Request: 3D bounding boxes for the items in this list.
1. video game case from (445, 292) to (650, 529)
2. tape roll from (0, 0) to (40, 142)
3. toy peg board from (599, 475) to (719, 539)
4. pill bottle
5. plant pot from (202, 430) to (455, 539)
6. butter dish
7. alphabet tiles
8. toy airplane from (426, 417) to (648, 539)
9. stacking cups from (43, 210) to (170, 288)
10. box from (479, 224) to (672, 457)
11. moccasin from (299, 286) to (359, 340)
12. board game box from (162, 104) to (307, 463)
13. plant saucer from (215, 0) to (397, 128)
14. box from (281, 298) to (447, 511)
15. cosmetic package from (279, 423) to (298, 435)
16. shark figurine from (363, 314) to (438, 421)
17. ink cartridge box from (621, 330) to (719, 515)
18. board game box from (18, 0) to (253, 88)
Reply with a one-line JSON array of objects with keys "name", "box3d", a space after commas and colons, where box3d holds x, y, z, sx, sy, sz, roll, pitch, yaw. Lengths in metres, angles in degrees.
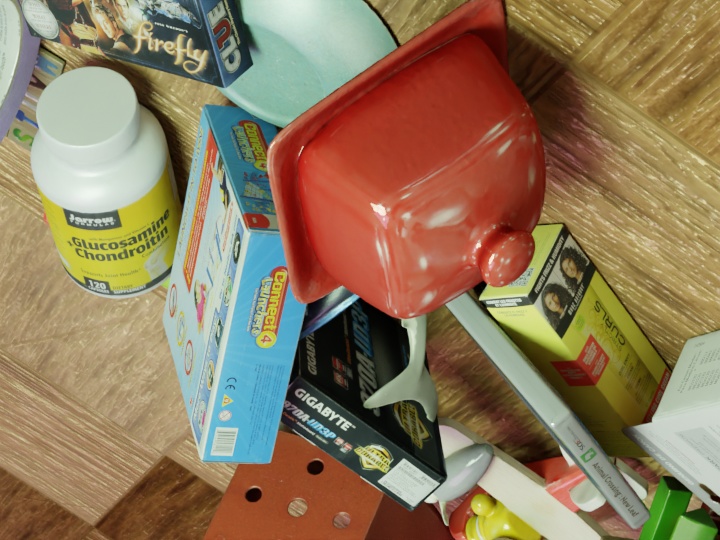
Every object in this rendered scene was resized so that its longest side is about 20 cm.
[{"name": "video game case", "box3d": [0.136, 0.095, 1.566, 0.200, 0.022, 0.182, 51, -179, 42]}, {"name": "tape roll", "box3d": [-0.320, -0.157, 1.531, 0.065, 0.201, 0.201, 22, 150, 13]}, {"name": "toy peg board", "box3d": [0.319, 0.259, 1.621, 0.198, 0.200, 0.098, 10, 116, -15]}, {"name": "pill bottle", "box3d": [-0.209, -0.073, 1.654, 0.111, 0.112, 0.200, 20, 150, 17]}, {"name": "plant pot", "box3d": [-0.043, 0.253, 1.789, 0.199, 0.201, 0.177, 14, 147, 18]}, {"name": "butter dish", "box3d": [0.056, -0.046, 1.336, 0.148, 0.200, 0.200, 45, 160, 29]}, {"name": "alphabet tiles", "box3d": [-0.320, -0.170, 1.713, 0.199, 0.006, 0.167, 31, 152, -2]}, {"name": "toy airplane", "box3d": [0.152, 0.214, 1.748, 0.199, 0.142, 0.200, 17, 148, 23]}, {"name": "stacking cups", "box3d": [-0.190, -0.015, 1.780, 0.199, 0.061, 0.061, 21, 150, 15]}, {"name": "box", "box3d": [0.173, 0.057, 1.552, 0.050, 0.075, 0.200, -2, 137, 43]}, {"name": "moccasin", "box3d": [0.002, -0.029, 1.512, 0.068, 0.200, 0.080, 46, -167, -3]}, {"name": "board game box", "box3d": [-0.094, 0.008, 1.523, 0.056, 0.196, 0.201, 4, 121, -17]}, {"name": "plant saucer", "box3d": [-0.063, -0.157, 1.465, 0.200, 0.039, 0.201, 23, 150, 14]}, {"name": "box", "box3d": [-0.009, 0.085, 1.637, 0.159, 0.200, 0.046, 37, 112, -23]}, {"name": "cosmetic package", "box3d": [-0.031, 0.135, 1.860, 0.103, 0.073, 0.200, 37, 151, -14]}, {"name": "shark figurine", "box3d": [0.020, 0.005, 1.592, 0.215, 0.128, 0.089, 52, -160, 17]}, {"name": "ink cartridge box", "box3d": [0.327, 0.133, 1.519, 0.200, 0.084, 0.175, 40, 151, -18]}, {"name": "board game box", "box3d": [-0.176, -0.213, 1.437, 0.199, 0.035, 0.136, 17, 138, 35]}]
